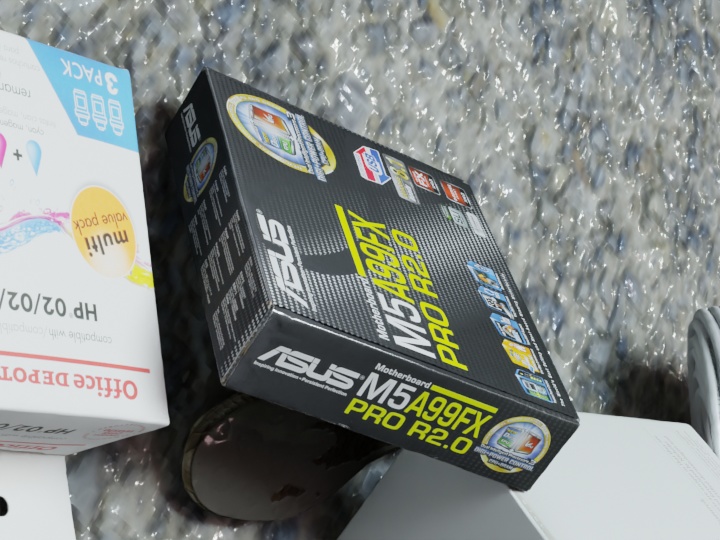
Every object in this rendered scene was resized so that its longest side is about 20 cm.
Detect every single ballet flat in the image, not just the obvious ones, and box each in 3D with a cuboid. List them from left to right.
[{"bbox_3d":[-0.015,0.070,0.868,0.200,0.046,0.068,-18,118,-44],"label":"ballet flat"}]

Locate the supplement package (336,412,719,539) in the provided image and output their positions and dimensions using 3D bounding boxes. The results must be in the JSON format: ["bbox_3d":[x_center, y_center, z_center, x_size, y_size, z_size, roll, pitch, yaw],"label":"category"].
[{"bbox_3d":[0.104,0.147,0.873,0.199,0.117,0.117,11,33,-45],"label":"supplement package"}]

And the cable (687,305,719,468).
[{"bbox_3d":[0.230,0.116,1.026,0.200,0.069,0.201,66,17,-71],"label":"cable"}]

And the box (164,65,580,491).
[{"bbox_3d":[0.000,0.000,0.816,0.160,0.044,0.200,23,26,-26],"label":"box"}]

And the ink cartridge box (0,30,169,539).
[{"bbox_3d":[-0.143,0.010,0.723,0.115,0.068,0.201,11,66,-52],"label":"ink cartridge box"}]
